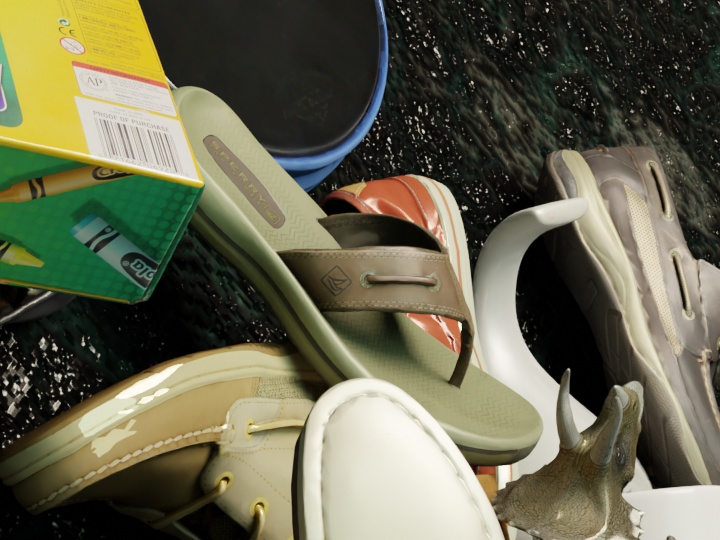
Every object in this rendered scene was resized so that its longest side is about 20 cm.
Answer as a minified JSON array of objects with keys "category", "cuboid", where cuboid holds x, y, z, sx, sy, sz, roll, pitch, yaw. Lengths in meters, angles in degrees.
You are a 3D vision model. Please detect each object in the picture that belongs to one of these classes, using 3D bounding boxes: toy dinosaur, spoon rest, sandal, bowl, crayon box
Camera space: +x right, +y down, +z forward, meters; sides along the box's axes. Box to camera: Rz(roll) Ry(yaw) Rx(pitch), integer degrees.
[{"category":"toy dinosaur","cuboid":[0.092,0.145,0.785,0.102,0.077,0.200,23,57,-58]},{"category":"spoon rest","cuboid":[0.092,0.069,0.983,0.099,0.061,0.200,-11,92,-45]},{"category":"sandal","cuboid":[-0.001,0.000,0.816,0.201,0.057,0.080,46,21,-6]},{"category":"bowl","cuboid":[-0.065,-0.125,0.912,0.201,0.039,0.201,26,52,-38]},{"category":"crayon box","cuboid":[-0.161,-0.063,0.684,0.200,0.058,0.119,11,37,-30]}]

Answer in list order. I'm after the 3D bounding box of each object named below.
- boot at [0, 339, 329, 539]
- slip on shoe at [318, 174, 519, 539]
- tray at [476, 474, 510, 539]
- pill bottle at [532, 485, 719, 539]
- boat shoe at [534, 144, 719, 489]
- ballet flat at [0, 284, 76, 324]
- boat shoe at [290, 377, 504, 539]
[{"category":"boot","cuboid":[-0.040,0.109,0.785,0.200,0.073,0.156,-7,75,-60]},{"category":"slip on shoe","cuboid":[0.019,0.051,0.896,0.061,0.074,0.200,3,65,-31]},{"category":"tray","cuboid":[0.045,0.175,0.763,0.099,0.037,0.200,11,65,-70]},{"category":"pill bottle","cuboid":[0.129,0.197,0.883,0.120,0.120,0.200,7,70,-47]},{"category":"boat shoe","cuboid":[0.152,0.024,1.023,0.073,0.075,0.200,-19,76,-10]},{"category":"ballet flat","cuboid":[-0.152,0.001,0.720,0.200,0.073,0.073,-25,90,-52]},{"category":"boat shoe","cuboid":[0.020,0.135,0.687,0.072,0.060,0.200,-17,80,-26]}]
